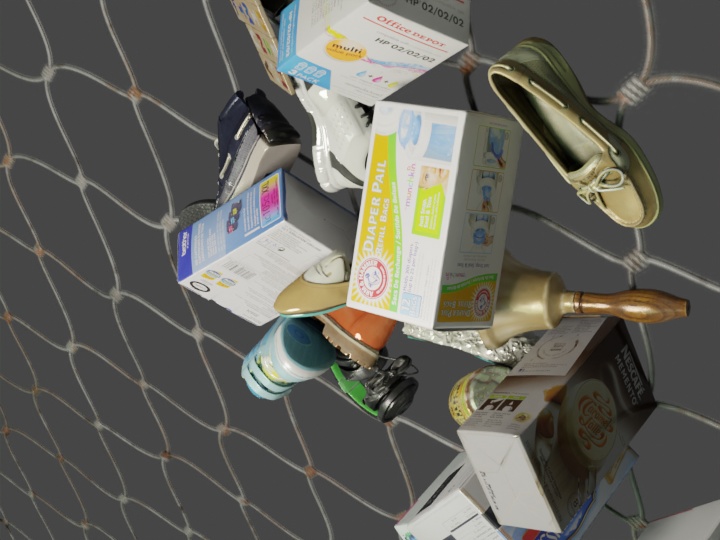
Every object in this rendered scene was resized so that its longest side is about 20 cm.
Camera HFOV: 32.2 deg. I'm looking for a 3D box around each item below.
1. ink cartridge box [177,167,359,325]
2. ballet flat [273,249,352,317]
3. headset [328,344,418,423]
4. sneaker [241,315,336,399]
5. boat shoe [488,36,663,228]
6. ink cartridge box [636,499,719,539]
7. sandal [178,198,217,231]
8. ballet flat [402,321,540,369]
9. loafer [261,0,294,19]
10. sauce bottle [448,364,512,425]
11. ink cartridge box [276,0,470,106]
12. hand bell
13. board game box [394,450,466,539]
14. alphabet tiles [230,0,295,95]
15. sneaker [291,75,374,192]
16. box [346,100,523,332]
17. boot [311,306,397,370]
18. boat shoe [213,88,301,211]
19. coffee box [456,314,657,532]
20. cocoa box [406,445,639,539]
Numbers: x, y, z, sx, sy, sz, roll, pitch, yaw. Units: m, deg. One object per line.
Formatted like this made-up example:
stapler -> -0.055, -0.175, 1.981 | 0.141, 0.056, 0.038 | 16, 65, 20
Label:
ink cartridge box -> -0.113, -0.016, 1.407 | 0.199, 0.077, 0.136 | -29, 138, 30
ballet flat -> 0.000, 0.000, 1.342 | 0.069, 0.198, 0.064 | -113, 13, -66
headset -> 0.009, 0.130, 1.493 | 0.124, 0.094, 0.200 | 52, 155, -4
sneaker -> -0.092, 0.116, 1.478 | 0.079, 0.200, 0.131 | 38, 105, -5
boat shoe -> 0.190, -0.113, 1.114 | 0.201, 0.063, 0.073 | 54, 144, -5
ink cartridge box -> 0.387, 0.348, 1.295 | 0.201, 0.083, 0.145 | 51, 144, -1
sandal -> -0.137, -0.069, 1.523 | 0.198, 0.045, 0.076 | -12, 117, 34
ballet flat -> 0.128, 0.063, 1.338 | 0.198, 0.072, 0.072 | 16, 132, 35
loafer -> -0.044, -0.290, 1.207 | 0.199, 0.075, 0.070 | 1, 127, 57
sauce bottle -> 0.130, 0.142, 1.350 | 0.065, 0.065, 0.200 | 46, 169, 5
ink cartridge box -> 0.022, -0.230, 1.139 | 0.114, 0.069, 0.199 | 15, 157, -30
hand bell -> 0.221, 0.030, 1.213 | 0.198, 0.104, 0.105 | 2, 124, 30
board game box -> 0.152, 0.332, 1.475 | 0.201, 0.147, 0.064 | 54, 142, -5
alphabet tiles -> -0.118, -0.274, 1.252 | 0.202, 0.007, 0.167 | 66, 172, -23
sneaker -> -0.016, -0.172, 1.288 | 0.079, 0.074, 0.201 | 5, 131, 26
box -> 0.070, -0.052, 1.186 | 0.112, 0.101, 0.203 | 12, 97, 39
boot -> -0.012, 0.026, 1.450 | 0.075, 0.108, 0.200 | 31, -175, -37
boat shoe -> -0.135, -0.117, 1.435 | 0.093, 0.074, 0.201 | 56, 134, 25
coffee box -> 0.196, 0.144, 1.218 | 0.079, 0.200, 0.115 | -3, 120, 46
cocoa box -> 0.173, 0.234, 1.321 | 0.131, 0.200, 0.133 | 45, 144, 3
